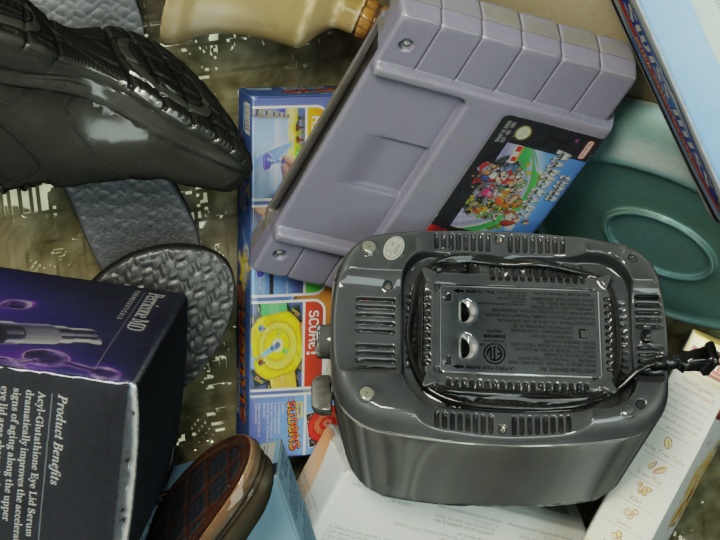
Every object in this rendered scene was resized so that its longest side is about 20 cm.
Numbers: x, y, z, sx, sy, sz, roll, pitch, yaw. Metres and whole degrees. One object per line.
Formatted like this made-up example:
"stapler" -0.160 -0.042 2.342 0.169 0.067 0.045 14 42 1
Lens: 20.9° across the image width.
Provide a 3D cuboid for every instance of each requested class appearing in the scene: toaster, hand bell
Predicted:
"toaster" 0.074 0.054 0.995 0.198 0.129 0.114 1 64 -2
"hand bell" 0.011 -0.123 0.976 0.199 0.104 0.105 23 95 1

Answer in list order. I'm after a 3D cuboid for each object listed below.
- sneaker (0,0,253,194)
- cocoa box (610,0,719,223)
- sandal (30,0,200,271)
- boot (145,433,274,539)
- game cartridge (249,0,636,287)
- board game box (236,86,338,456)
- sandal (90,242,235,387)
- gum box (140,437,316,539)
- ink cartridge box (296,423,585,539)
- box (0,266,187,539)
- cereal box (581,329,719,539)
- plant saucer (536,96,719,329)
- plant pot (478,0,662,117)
"sneaker" -0.145 -0.075 0.948 0.199 0.076 0.091 22 115 -30
"cocoa box" 0.178 -0.132 0.852 0.133 0.131 0.201 -25 95 6
"sandal" -0.140 -0.082 1.013 0.076 0.043 0.201 -16 116 -6
"boot" -0.068 0.168 0.978 0.096 0.075 0.201 24 121 -18
"game cartridge" 0.038 -0.052 0.972 0.129 0.039 0.200 16 138 -16
"board game box" 0.000 0.000 1.072 0.134 0.034 0.202 -2 104 -17
"sandal" -0.138 0.059 1.037 0.075 0.045 0.200 32 110 -13
"gum box" -0.093 0.204 1.050 0.169 0.045 0.201 -15 111 8
"ink cartridge box" 0.014 0.193 1.116 0.161 0.050 0.201 17 118 -25
"box" -0.192 0.065 0.936 0.198 0.148 0.105 7 106 1
"cereal box" 0.161 0.130 1.100 0.039 0.144 0.201 29 94 14
"plant saucer" 0.162 -0.022 1.033 0.200 0.200 0.028 36 68 -21
"plant pot" 0.093 -0.191 0.995 0.199 0.187 0.188 24 95 -9
